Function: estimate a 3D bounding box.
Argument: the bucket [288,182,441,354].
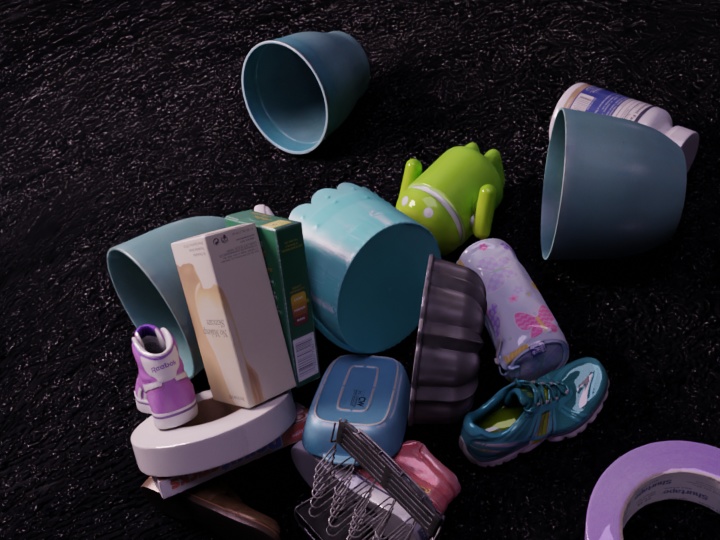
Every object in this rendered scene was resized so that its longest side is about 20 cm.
[{"bbox_3d":[0.000,0.000,0.908,0.206,0.209,0.134,-38,42,-19],"label":"bucket"}]

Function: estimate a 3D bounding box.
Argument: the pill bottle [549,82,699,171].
[{"bbox_3d":[0.395,-0.201,1.040,0.111,0.112,0.199,-40,50,-21],"label":"pill bottle"}]

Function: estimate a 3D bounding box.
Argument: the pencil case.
[{"bbox_3d":[0.191,0.050,0.893,0.089,0.084,0.202,-24,46,6],"label":"pencil case"}]

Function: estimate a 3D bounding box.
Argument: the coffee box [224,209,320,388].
[{"bbox_3d":[-0.108,0.032,0.858,0.043,0.204,0.122,-19,21,-35],"label":"coffee box"}]

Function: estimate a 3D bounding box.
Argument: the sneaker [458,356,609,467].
[{"bbox_3d":[0.203,0.157,0.794,0.197,0.080,0.078,-27,47,-10],"label":"sneaker"}]

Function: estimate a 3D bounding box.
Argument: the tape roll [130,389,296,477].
[{"bbox_3d":[-0.174,0.183,0.833,0.199,0.038,0.203,-15,8,2],"label":"tape roll"}]

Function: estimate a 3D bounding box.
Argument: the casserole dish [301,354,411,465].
[{"bbox_3d":[-0.002,0.156,0.829,0.118,0.040,0.201,2,24,10],"label":"casserole dish"}]

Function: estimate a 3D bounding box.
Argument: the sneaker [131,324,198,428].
[{"bbox_3d":[-0.254,0.120,0.872,0.072,0.117,0.199,-19,7,-26],"label":"sneaker"}]

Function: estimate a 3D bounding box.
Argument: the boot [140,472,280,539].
[{"bbox_3d":[-0.167,0.266,0.817,0.197,0.075,0.076,13,43,29],"label":"boot"}]

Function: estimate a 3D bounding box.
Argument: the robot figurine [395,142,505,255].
[{"bbox_3d":[0.132,-0.103,1.024,0.200,0.117,0.174,-43,47,-22],"label":"robot figurine"}]

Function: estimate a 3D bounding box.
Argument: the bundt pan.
[{"bbox_3d":[0.105,0.086,0.815,0.074,0.204,0.204,7,50,8],"label":"bundt pan"}]

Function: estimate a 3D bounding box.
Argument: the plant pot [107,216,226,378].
[{"bbox_3d":[-0.226,0.020,0.962,0.160,0.203,0.199,-35,48,-30],"label":"plant pot"}]

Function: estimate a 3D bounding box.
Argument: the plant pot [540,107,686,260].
[{"bbox_3d":[0.336,-0.108,0.925,0.157,0.203,0.203,5,49,7],"label":"plant pot"}]

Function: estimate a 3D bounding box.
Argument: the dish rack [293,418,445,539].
[{"bbox_3d":[0.007,0.244,0.682,0.153,0.202,0.054,38,53,23],"label":"dish rack"}]

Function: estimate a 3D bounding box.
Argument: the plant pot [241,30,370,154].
[{"bbox_3d":[-0.085,-0.345,1.270,0.197,0.203,0.188,18,40,29],"label":"plant pot"}]

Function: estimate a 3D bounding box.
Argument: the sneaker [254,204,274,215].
[{"bbox_3d":[-0.113,-0.027,1.072,0.087,0.076,0.202,-13,51,-13],"label":"sneaker"}]

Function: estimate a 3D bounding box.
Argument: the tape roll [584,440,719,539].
[{"bbox_3d":[0.320,0.272,0.667,0.196,0.066,0.203,-9,48,9],"label":"tape roll"}]

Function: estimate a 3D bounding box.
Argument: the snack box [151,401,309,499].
[{"bbox_3d":[-0.150,0.211,0.827,0.197,0.025,0.072,-18,11,-26],"label":"snack box"}]

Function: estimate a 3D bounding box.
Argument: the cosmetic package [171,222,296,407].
[{"bbox_3d":[-0.152,0.053,0.826,0.070,0.204,0.104,-19,7,-37],"label":"cosmetic package"}]

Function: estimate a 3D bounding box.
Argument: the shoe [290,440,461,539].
[{"bbox_3d":[0.016,0.233,0.794,0.198,0.073,0.091,21,43,36],"label":"shoe"}]
